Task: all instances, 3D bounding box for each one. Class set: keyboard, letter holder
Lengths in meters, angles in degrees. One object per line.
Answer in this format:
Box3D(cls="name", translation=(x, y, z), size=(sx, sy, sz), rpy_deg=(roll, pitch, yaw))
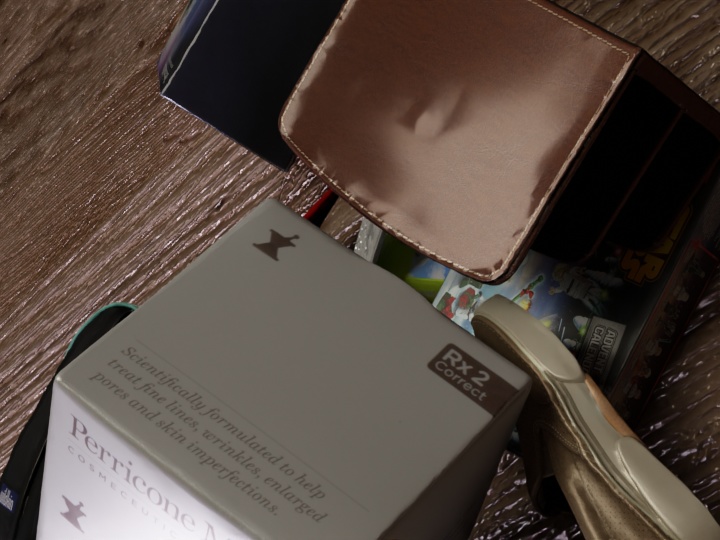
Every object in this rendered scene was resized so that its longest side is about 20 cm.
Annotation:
Box3D(cls="keyboard", translation=(0.000, 0.000, 1.198), size=(0.201, 0.011, 0.057), rpy_deg=(106, 172, -56))
Box3D(cls="letter holder", translation=(0.068, -0.072, 0.975), size=(0.200, 0.100, 0.143), rpy_deg=(37, 96, 43))

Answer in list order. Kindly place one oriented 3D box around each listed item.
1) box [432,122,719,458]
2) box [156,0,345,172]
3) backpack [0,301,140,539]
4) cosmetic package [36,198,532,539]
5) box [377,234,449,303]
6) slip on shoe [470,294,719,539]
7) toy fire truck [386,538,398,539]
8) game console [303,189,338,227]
Box3D(cls="box", translation=(0.116, 0.002, 0.996), size=(0.136, 0.040, 0.201), rpy_deg=(25, 87, 43))
Box3D(cls="box", translation=(-0.064, -0.205, 1.459), size=(0.199, 0.123, 0.200), rpy_deg=(-59, 13, 7))
Box3D(cls="backpack", translation=(-0.133, 0.127, 1.140), size=(0.175, 0.152, 0.202), rpy_deg=(22, 95, 61))
Box3D(cls="cosmetic package", translation=(-0.044, 0.112, 0.903), size=(0.165, 0.164, 0.201), rpy_deg=(-42, -22, -39))
Box3D(cls="box", translation=(0.086, -0.039, 1.135), size=(0.200, 0.047, 0.123), rpy_deg=(3, 69, 63))
Box3D(cls="slip on shoe", translation=(0.102, 0.089, 0.888), size=(0.060, 0.076, 0.200), rpy_deg=(-40, 54, 0))
Box3D(cls="toy fire truck", translation=(0.046, 0.219, 0.780), size=(0.176, 0.128, 0.202), rpy_deg=(-26, 65, 52))
Box3D(cls="game console", translation=(-0.057, 0.071, 1.297), size=(0.173, 0.118, 0.201), rpy_deg=(56, 132, 28))
